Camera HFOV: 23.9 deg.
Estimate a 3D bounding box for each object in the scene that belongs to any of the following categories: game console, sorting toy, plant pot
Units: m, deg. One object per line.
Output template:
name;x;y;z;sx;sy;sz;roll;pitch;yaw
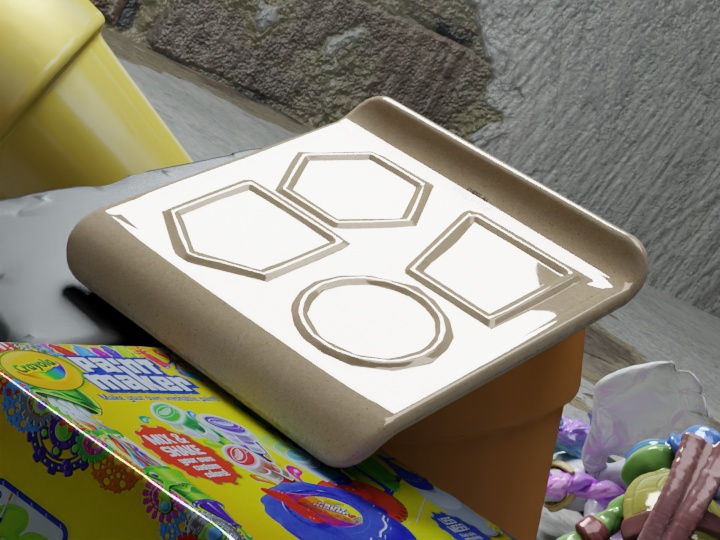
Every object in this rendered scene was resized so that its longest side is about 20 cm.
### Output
game console;-0.118;0.018;0.824;0.199;0.117;0.176;-15;42;-33
sorting toy;0.000;0.000;0.754;0.185;0.037;0.199;33;44;32
plant pot;0.014;0.086;0.843;0.198;0.141;0.200;-3;9;0
plant pot;-0.202;-0.063;1.070;0.189;0.201;0.201;42;7;-10

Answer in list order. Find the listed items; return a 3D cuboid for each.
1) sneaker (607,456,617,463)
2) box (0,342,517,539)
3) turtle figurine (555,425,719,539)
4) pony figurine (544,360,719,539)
sneaker;0.241;0.180;1.309;0.074;0.085;0.200;19;13;-47
box;-0.053;0.126;0.642;0.192;0.123;0.200;31;10;23
turtle figurine;0.161;0.205;0.978;0.144;0.199;0.195;48;18;-31
pony figurine;0.182;0.151;1.178;0.192;0.168;0.199;-5;-8;39
